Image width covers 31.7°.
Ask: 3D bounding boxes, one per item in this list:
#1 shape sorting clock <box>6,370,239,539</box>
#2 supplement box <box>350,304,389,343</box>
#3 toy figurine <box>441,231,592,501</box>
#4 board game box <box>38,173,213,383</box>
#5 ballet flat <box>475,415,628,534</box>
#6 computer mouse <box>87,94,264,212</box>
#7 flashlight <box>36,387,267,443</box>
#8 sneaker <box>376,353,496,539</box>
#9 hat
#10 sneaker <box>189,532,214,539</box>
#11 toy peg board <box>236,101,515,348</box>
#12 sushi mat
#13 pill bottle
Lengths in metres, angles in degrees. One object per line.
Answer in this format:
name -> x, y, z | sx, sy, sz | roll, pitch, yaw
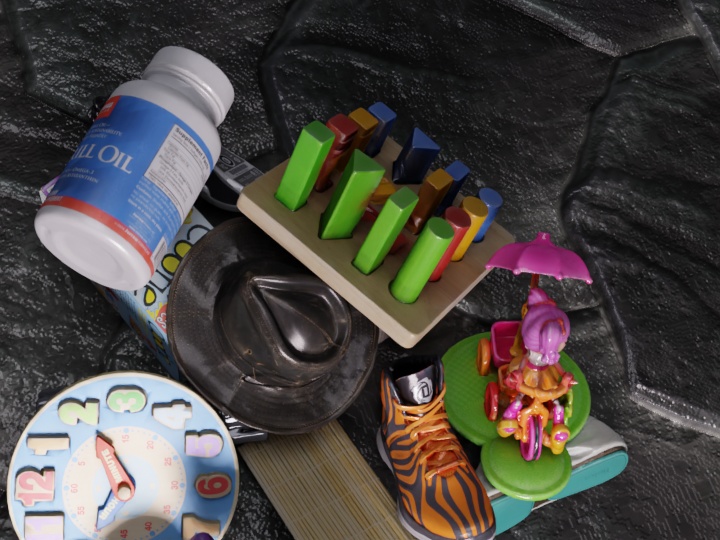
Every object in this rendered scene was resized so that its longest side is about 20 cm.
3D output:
shape sorting clock -> -0.202, 0.185, 1.089 | 0.197, 0.039, 0.203 | -2, 102, -9
supplement box -> 0.000, 0.000, 1.220 | 0.199, 0.074, 0.126 | -32, 72, -17
toy figurine -> 0.147, 0.065, 1.109 | 0.148, 0.186, 0.201 | 1, 43, -4
board game box -> -0.195, -0.012, 1.192 | 0.103, 0.105, 0.200 | -38, 75, -19
ballet flat -> 0.150, 0.188, 1.161 | 0.198, 0.070, 0.070 | -21, 69, -18
computer mouse -> -0.170, -0.111, 1.257 | 0.199, 0.110, 0.044 | 36, 111, 6
flashlight -> -0.187, 0.129, 1.143 | 0.197, 0.068, 0.069 | -8, 102, -9
sneaker -> 0.055, 0.146, 1.091 | 0.077, 0.113, 0.200 | -15, 32, -16
hat -> -0.068, 0.042, 1.096 | 0.198, 0.081, 0.204 | 3, 80, -17
sneaker -> -0.051, 0.268, 1.016 | 0.199, 0.081, 0.089 | 38, 83, 7
toy peg board -> 0.034, -0.069, 1.119 | 0.199, 0.098, 0.199 | 39, 42, 11
sushi mat -> -0.025, 0.203, 1.121 | 0.095, 0.012, 0.200 | -26, 49, -17
pill bottle -> -0.190, -0.094, 1.111 | 0.111, 0.113, 0.202 | 23, 64, 6
